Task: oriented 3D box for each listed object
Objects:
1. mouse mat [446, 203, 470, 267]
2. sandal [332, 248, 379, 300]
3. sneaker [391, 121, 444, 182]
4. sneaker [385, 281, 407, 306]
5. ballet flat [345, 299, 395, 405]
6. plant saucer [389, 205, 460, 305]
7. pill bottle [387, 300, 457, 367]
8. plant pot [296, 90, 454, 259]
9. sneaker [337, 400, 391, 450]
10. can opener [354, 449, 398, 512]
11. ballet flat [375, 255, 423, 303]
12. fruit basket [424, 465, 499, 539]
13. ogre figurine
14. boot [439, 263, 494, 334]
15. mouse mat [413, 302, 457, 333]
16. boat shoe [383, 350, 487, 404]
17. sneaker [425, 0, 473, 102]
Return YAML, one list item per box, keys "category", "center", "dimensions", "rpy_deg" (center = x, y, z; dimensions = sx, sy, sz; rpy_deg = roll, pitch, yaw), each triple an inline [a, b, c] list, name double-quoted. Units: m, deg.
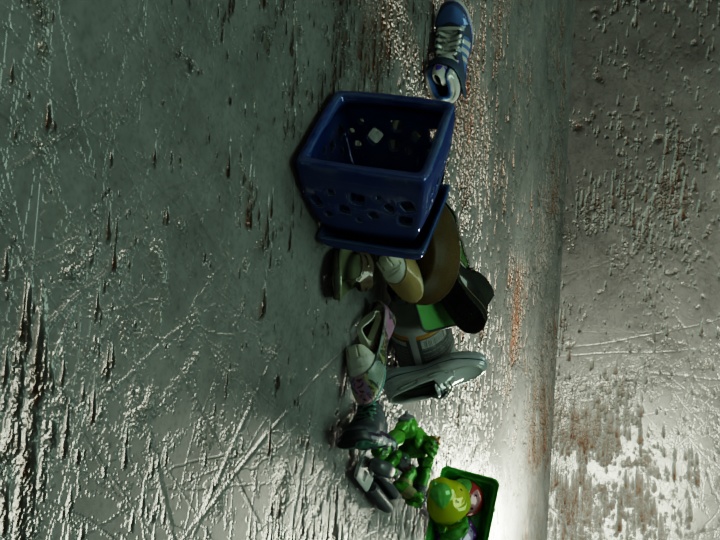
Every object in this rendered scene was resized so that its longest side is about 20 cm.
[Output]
- category: "mouse mat"
  center: [0.152, -0.103, 1.834]
  dimensions: [0.161, 0.007, 0.201]
  rpy_deg: [54, -5, 34]
- category: "sandal"
  center: [0.000, -0.001, 1.555]
  dimensions: [0.201, 0.057, 0.081]
  rpy_deg: [-20, 111, -67]
- category: "sneaker"
  center: [0.110, -0.217, 1.750]
  dimensions: [0.075, 0.105, 0.202]
  rpy_deg: [60, 38, -54]
- category: "sneaker"
  center: [0.103, -0.027, 1.764]
  dimensions: [0.079, 0.075, 0.202]
  rpy_deg: [24, 66, -30]
- category: "ballet flat"
  center: [0.012, 0.130, 1.608]
  dimensions: [0.071, 0.069, 0.201]
  rpy_deg: [53, 36, -32]
- category: "plant saucer"
  center: [0.084, -0.038, 1.620]
  dimensions: [0.035, 0.199, 0.203]
  rpy_deg: [-11, 104, -41]
- category: "pill bottle"
  center: [0.119, 0.139, 1.804]
  dimensions: [0.201, 0.115, 0.117]
  rpy_deg: [73, 28, -42]
- category: "plant pot"
  center: [0.032, -0.137, 1.448]
  dimensions: [0.201, 0.198, 0.181]
  rpy_deg: [-65, 157, -44]
- category: "sneaker"
  center: [0.002, 0.250, 1.595]
  dimensions: [0.200, 0.074, 0.089]
  rpy_deg: [48, 35, -74]
- category: "can opener"
  center: [0.039, 0.373, 1.678]
  dimensions: [0.054, 0.066, 0.201]
  rpy_deg: [-63, 150, -23]
- category: "ballet flat"
  center: [0.040, -0.036, 1.590]
  dimensions: [0.063, 0.068, 0.202]
  rpy_deg: [-4, 65, -54]
- category: "fruit basket"
  center: [0.210, 0.515, 2.066]
  dimensions: [0.216, 0.154, 0.218]
  rpy_deg: [13, 90, -83]
- category: "ogre figurine"
  center: [0.087, 0.343, 1.780]
  dimensions: [0.200, 0.098, 0.121]
  rpy_deg: [44, 60, -25]
- category: "boot"
  center: [0.167, 0.002, 1.726]
  dimensions: [0.201, 0.077, 0.138]
  rpy_deg: [60, 27, -11]
- category: "mouse mat"
  center: [0.129, 0.007, 1.726]
  dimensions: [0.160, 0.007, 0.202]
  rpy_deg: [-8, 77, -50]
- category: "boat shoe"
  center: [0.139, 0.204, 1.741]
  dimensions: [0.067, 0.198, 0.074]
  rpy_deg: [-104, 180, -48]
- category: "sneaker"
  center: [0.177, -0.434, 1.936]
  dimensions: [0.147, 0.080, 0.202]
  rpy_deg: [-54, 147, -62]
